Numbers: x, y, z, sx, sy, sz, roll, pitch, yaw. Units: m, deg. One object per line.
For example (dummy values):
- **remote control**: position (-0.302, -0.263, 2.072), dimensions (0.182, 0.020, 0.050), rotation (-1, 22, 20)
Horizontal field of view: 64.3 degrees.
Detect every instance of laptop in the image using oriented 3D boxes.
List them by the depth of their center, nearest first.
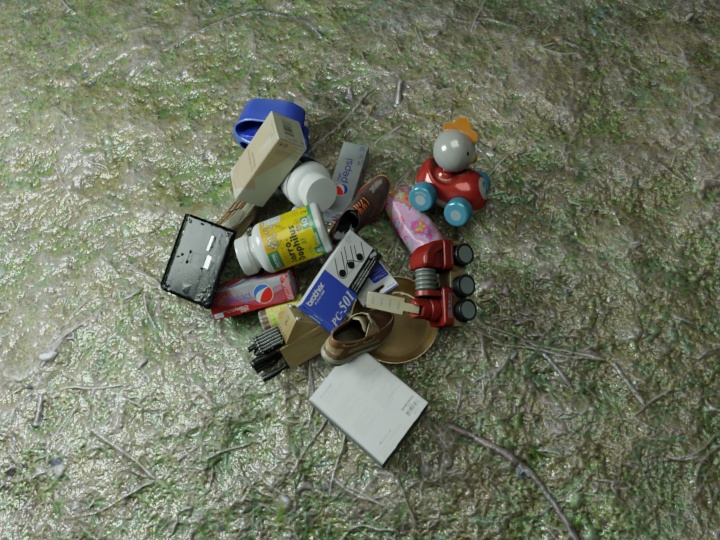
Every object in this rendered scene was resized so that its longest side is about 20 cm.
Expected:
- **laptop**: position (-0.373, -0.027, 1.302), dimensions (0.197, 0.103, 0.181), rotation (19, 89, 15)

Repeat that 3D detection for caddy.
- **caddy**: position (-0.220, -0.345, 1.440), dimensions (0.196, 0.142, 0.107), rotation (8, 63, 9)

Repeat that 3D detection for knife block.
- **knife block**: position (-0.141, 0.168, 1.249), dimensions (0.064, 0.197, 0.178), rotation (50, 121, 49)

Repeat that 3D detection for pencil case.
- **pencil case**: position (0.130, -0.100, 1.339), dimensions (0.086, 0.088, 0.202), rotation (-28, 67, -8)

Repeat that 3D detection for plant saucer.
- **plant saucer**: position (0.077, 0.112, 1.272), dimensions (0.196, 0.036, 0.204), rotation (-2, 65, 4)

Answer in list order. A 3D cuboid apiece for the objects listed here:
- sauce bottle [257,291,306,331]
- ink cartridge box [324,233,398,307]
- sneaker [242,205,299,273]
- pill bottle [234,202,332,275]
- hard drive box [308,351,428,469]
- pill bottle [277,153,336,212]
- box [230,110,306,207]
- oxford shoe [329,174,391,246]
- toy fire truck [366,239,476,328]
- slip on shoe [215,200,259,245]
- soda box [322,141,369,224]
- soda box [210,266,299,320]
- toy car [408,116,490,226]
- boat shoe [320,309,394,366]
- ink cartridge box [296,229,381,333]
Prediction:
- **sauce bottle**: position (-0.130, 0.083, 1.286), dimensions (0.197, 0.065, 0.066), rotation (-23, 66, -4)
- **ink cartridge box**: position (0.000, 0.000, 1.301), dimensions (0.094, 0.037, 0.201), rotation (-32, 50, -8)
- **sneaker**: position (-0.223, -0.081, 1.361), dimensions (0.110, 0.073, 0.203), rotation (19, 70, 11)
- **pill bottle**: position (-0.168, -0.063, 1.251), dimensions (0.196, 0.113, 0.115), rotation (-20, 66, 1)
- **hard drive box**: position (0.018, 0.277, 1.183), dimensions (0.199, 0.077, 0.156), rotation (37, 74, 18)
- **pill bottle**: position (-0.137, -0.213, 1.353), dimensions (0.110, 0.112, 0.200), rotation (-36, 42, -11)
- **box**: position (-0.213, -0.249, 1.305), dimensions (0.200, 0.077, 0.096), rotation (-46, 49, 33)
- **oxford shoe**: position (0.004, -0.137, 1.305), dimensions (0.071, 0.073, 0.201), rotation (37, 86, -1)
- **toy fire truck**: position (0.124, 0.029, 1.198), dimensions (0.196, 0.128, 0.180), rotation (4, 80, -25)
- **slip on shoe**: position (-0.278, -0.131, 1.375), dimensions (0.075, 0.061, 0.201), rotation (-17, 27, 28)
- **soda box**: position (-0.034, -0.213, 1.409), dimensions (0.067, 0.064, 0.204), rotation (12, 68, 8)
- **soda box**: position (-0.239, 0.048, 1.285), dimensions (0.196, 0.070, 0.065), rotation (-14, 107, 6)
- **toy car**: position (0.222, -0.241, 1.294), dimensions (0.174, 0.203, 0.185), rotation (25, 41, 15)
- **boat shoe**: position (0.005, 0.125, 1.180), dimensions (0.075, 0.073, 0.199), rotation (38, 45, 22)
- **ink cartridge box**: position (-0.043, 0.022, 1.220), dimensions (0.093, 0.044, 0.202), rotation (37, 66, -10)
